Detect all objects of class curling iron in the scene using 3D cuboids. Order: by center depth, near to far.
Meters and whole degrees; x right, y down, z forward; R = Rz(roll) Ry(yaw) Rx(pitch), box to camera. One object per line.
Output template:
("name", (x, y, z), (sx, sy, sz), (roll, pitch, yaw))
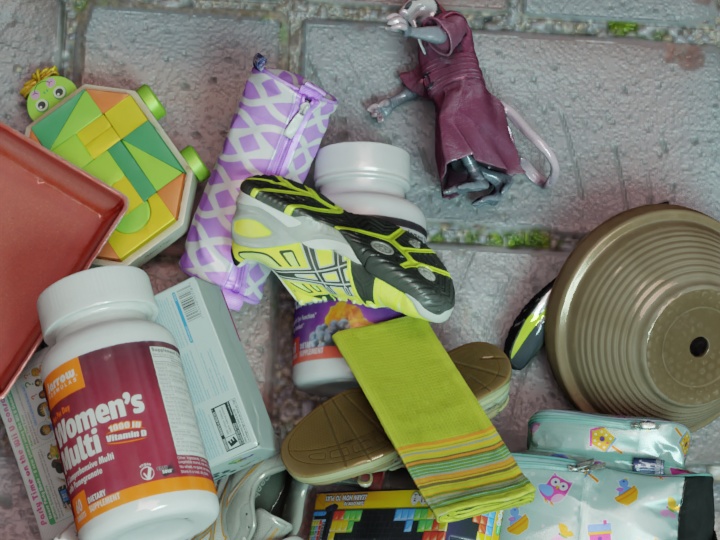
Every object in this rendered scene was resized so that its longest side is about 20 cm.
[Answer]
("curling iron", (0.022, 0.160, 1.593), (0.026, 0.199, 0.050), (45, 63, -40))

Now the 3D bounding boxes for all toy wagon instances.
("toy wagon", (-0.229, -0.094, 1.671), (0.155, 0.040, 0.201), (-36, 76, -3))

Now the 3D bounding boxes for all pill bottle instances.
("pill bottle", (-0.181, 0.106, 1.496), (0.108, 0.110, 0.202), (-14, 70, -9))
("pill bottle", (0.000, 0.000, 1.649), (0.110, 0.111, 0.202), (2, 76, -5))

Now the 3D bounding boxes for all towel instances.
("towel", (0.055, 0.109, 1.514), (0.085, 0.018, 0.201), (-9, 46, -25))

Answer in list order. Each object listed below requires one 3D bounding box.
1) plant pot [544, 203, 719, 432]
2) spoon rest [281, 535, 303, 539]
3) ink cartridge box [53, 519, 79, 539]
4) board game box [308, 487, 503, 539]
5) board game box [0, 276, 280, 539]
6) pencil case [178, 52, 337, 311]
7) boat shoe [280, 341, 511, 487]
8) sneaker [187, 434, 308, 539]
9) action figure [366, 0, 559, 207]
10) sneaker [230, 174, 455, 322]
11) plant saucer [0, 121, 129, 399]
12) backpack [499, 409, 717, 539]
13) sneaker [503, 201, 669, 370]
("plant pot", (0.259, 0.052, 1.631), (0.199, 0.093, 0.203), (-4, 103, -16))
("spoon rest", (-0.088, 0.304, 1.573), (0.060, 0.099, 0.202), (21, 98, 24))
("ink cartridge box", (-0.211, 0.315, 1.532), (0.145, 0.084, 0.201), (31, 100, 3))
("board game box", (0.022, 0.258, 1.546), (0.056, 0.199, 0.167), (20, 72, -29))
("board game box", (-0.184, 0.115, 1.590), (0.198, 0.064, 0.149), (-24, 77, 12))
("pencil case", (-0.083, -0.073, 1.642), (0.083, 0.085, 0.202), (15, 101, -32))
("boat shoe", (0.033, 0.127, 1.572), (0.198, 0.063, 0.074), (-21, 51, -10))
("sneaker", (-0.098, 0.223, 1.587), (0.075, 0.092, 0.202), (28, 75, -29))
("action figure", (0.086, -0.162, 1.685), (0.147, 0.134, 0.202), (-10, 77, -13))
("sneaker", (-0.014, -0.005, 1.568), (0.199, 0.075, 0.077), (28, 114, 19))
("plant saucer", (-0.320, -0.021, 1.606), (0.198, 0.037, 0.201), (30, 74, 6))
("backpack", (0.180, 0.194, 1.590), (0.198, 0.176, 0.155), (-2, 74, 4))
("sneaker", (0.208, 0.026, 1.686), (0.199, 0.074, 0.081), (-37, 87, -10))
